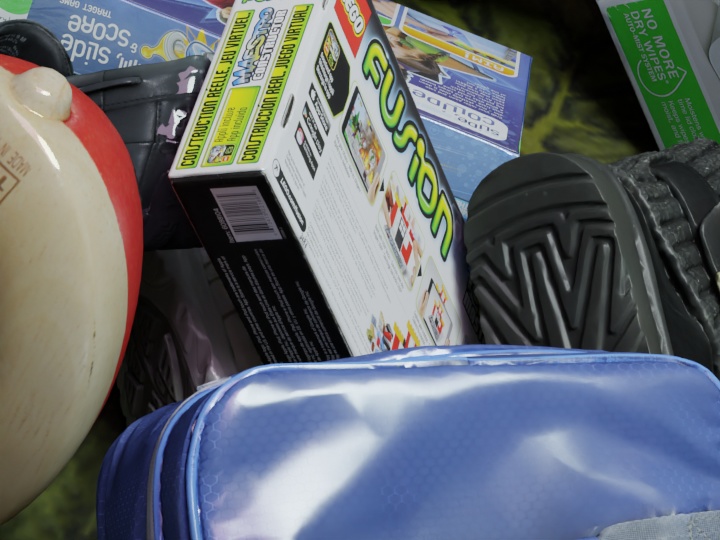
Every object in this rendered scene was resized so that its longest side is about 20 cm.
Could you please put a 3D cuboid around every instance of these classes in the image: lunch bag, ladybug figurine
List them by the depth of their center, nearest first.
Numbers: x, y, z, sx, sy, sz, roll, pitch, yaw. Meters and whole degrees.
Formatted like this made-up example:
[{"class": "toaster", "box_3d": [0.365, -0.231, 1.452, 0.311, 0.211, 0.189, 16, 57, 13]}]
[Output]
[{"class": "lunch bag", "box_3d": [0.014, 0.092, 0.798, 0.199, 0.132, 0.137, -3, 80, -23]}, {"class": "ladybug figurine", "box_3d": [-0.126, 0.004, 0.858, 0.136, 0.200, 0.072, 48, 43, 10]}]

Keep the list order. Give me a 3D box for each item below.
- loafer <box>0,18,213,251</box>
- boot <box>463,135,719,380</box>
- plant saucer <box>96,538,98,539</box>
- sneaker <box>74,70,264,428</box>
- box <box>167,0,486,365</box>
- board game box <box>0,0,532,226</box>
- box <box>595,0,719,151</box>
[{"class": "loafer", "box_3d": [-0.120, -0.051, 0.927, 0.200, 0.071, 0.068, 9, 8, 39]}, {"class": "boot", "box_3d": [0.115, 0.053, 0.982, 0.158, 0.079, 0.212, 0, 83, -59]}, {"class": "plant saucer", "box_3d": [-0.016, 0.159, 0.861, 0.199, 0.029, 0.201, 8, 65, -18]}, {"class": "sneaker", "box_3d": [-0.043, 0.004, 0.966, 0.099, 0.078, 0.201, -6, 57, -28]}, {"class": "box", "box_3d": [0.000, 0.000, 0.913, 0.035, 0.200, 0.110, -4, 45, 23]}, {"class": "board game box", "box_3d": [-0.035, -0.085, 1.020, 0.199, 0.035, 0.135, 22, 20, -2]}, {"class": "box", "box_3d": [0.227, -0.129, 1.084, 0.200, 0.176, 0.097, -40, 113, -38]}]
